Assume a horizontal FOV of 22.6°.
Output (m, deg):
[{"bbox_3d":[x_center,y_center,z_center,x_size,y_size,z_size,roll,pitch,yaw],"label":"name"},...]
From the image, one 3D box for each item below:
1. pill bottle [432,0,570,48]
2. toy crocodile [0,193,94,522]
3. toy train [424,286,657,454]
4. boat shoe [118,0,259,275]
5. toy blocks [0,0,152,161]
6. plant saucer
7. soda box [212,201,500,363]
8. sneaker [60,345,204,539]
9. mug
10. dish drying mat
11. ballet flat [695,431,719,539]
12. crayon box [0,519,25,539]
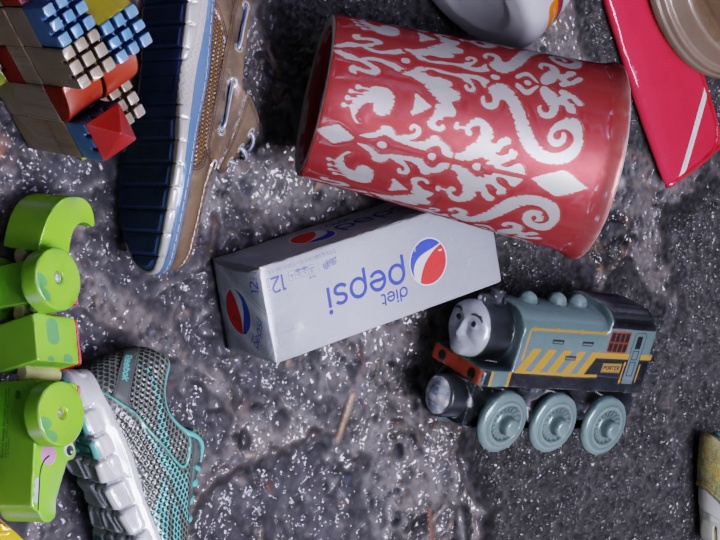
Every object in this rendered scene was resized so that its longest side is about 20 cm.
[{"bbox_3d":[0.136,-0.261,1.265,0.200,0.113,0.113,-49,122,-20],"label":"pill bottle"},{"bbox_3d":[-0.194,0.051,1.086,0.061,0.067,0.202,12,72,-52],"label":"toy crocodile"},{"bbox_3d":[0.133,0.069,1.325,0.198,0.085,0.115,6,105,-39],"label":"toy train"},{"bbox_3d":[-0.102,-0.095,1.144,0.072,0.072,0.202,6,94,-38],"label":"boat shoe"},{"bbox_3d":[-0.178,-0.142,1.040,0.100,0.136,0.201,-38,118,-25],"label":"toy blocks"},{"bbox_3d":[0.297,-0.253,1.424,0.199,0.029,0.203,-4,96,-41],"label":"plant saucer"},{"bbox_3d":[0.000,0.000,1.238,0.199,0.063,0.069,-20,107,-33],"label":"soda box"},{"bbox_3d":[-0.131,0.139,1.162,0.091,0.077,0.202,-31,116,-32],"label":"sneaker"},{"bbox_3d":[0.060,-0.094,1.216,0.198,0.177,0.135,12,91,-10],"label":"mug"},{"bbox_3d":[0.235,-0.170,1.410,0.076,0.018,0.202,-33,116,-27],"label":"dish drying mat"},{"bbox_3d":[0.321,0.223,1.513,0.071,0.070,0.201,-47,121,-20],"label":"ballet flat"},{"bbox_3d":[-0.264,0.189,1.080,0.119,0.058,0.200,-53,123,-17],"label":"crayon box"}]
